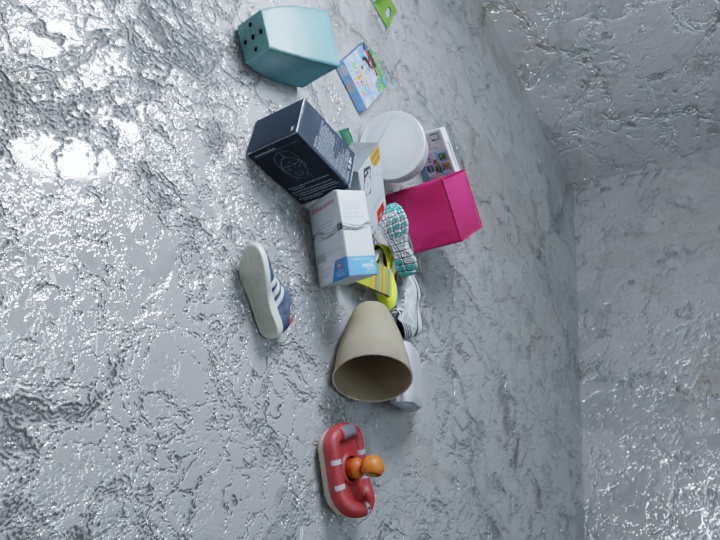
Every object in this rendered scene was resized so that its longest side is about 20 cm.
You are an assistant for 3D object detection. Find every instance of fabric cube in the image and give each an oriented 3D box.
[{"bbox_3d":[0.227,-0.178,1.861,0.200,0.198,0.198,-28,101,-57],"label":"fabric cube"}]

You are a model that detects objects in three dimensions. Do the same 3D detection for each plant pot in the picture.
[{"bbox_3d":[0.028,0.177,1.462,0.187,0.186,0.201,48,29,-37],"label":"plant pot"},{"bbox_3d":[-0.177,-0.533,1.433,0.199,0.141,0.142,-10,87,-50],"label":"plant pot"}]

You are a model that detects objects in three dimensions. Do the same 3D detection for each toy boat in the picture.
[{"bbox_3d":[-0.006,0.434,1.333,0.130,0.130,0.202,0,79,-56],"label":"toy boat"}]

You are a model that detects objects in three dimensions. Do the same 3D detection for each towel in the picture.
[{"bbox_3d":[0.000,0.000,1.561,0.199,0.018,0.087,24,52,-29],"label":"towel"}]

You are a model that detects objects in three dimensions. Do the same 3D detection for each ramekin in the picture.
[{"bbox_3d":[0.102,-0.344,1.744,0.094,0.201,0.204,18,63,-66],"label":"ramekin"}]

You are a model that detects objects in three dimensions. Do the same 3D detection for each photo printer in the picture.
[{"bbox_3d":[0.115,0.273,1.581,0.200,0.069,0.168,53,33,-67],"label":"photo printer"}]

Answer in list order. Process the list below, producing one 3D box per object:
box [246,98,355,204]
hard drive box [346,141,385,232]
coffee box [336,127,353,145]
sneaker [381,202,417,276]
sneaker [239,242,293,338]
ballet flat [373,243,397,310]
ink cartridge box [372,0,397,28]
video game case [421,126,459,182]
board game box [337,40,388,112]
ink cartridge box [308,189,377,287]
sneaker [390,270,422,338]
[{"bbox_3d":[-0.131,-0.264,1.388,0.200,0.148,0.108,42,45,-42],"label":"box"},{"bbox_3d":[0.000,-0.205,1.573,0.156,0.076,0.201,-61,150,-46],"label":"hard drive box"},{"bbox_3d":[-0.072,-0.293,1.586,0.200,0.044,0.124,-35,109,-56],"label":"coffee box"},{"bbox_3d":[0.103,-0.085,1.669,0.091,0.077,0.202,-68,146,-81],"label":"sneaker"},{"bbox_3d":[-0.188,0.034,1.262,0.084,0.075,0.202,-30,113,-55],"label":"sneaker"},{"bbox_3d":[0.057,0.013,1.656,0.067,0.067,0.201,30,47,-40],"label":"ballet flat"},{"bbox_3d":[0.086,-0.943,2.042,0.200,0.075,0.148,51,40,-32],"label":"ink cartridge box"},{"bbox_3d":[0.242,-0.361,1.975,0.024,0.200,0.183,-28,104,-21],"label":"video game case"},{"bbox_3d":[0.007,-0.582,1.823,0.152,0.036,0.200,60,36,-24],"label":"board game box"},{"bbox_3d":[-0.044,-0.073,1.436,0.083,0.145,0.202,-4,81,-32],"label":"ink cartridge box"},{"bbox_3d":[0.117,0.094,1.701,0.115,0.075,0.202,-8,88,-59],"label":"sneaker"}]
